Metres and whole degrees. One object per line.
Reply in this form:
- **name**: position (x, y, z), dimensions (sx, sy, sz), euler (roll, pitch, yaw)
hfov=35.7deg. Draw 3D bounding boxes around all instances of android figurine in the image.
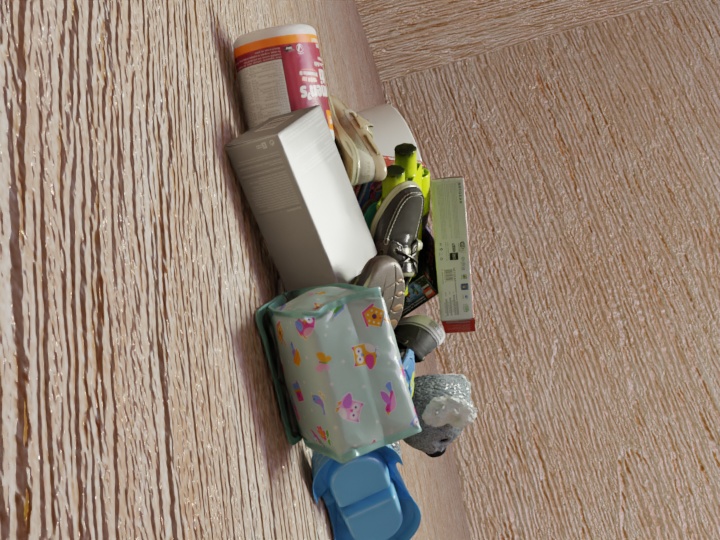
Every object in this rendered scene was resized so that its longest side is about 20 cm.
- **android figurine**: position (0.057, -0.062, 1.509), dimensions (0.183, 0.040, 0.202), euler (-61, 153, -53)

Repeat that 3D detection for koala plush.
- **koala plush**: position (0.065, 0.199, 1.552), dimensions (0.177, 0.197, 0.186), euler (-50, 126, -81)

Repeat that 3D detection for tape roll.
- **tape roll**: position (0.002, -0.136, 1.685), dimensions (0.203, 0.138, 0.205), euler (162, -90, -76)

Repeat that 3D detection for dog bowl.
- **dog bowl**: position (0.003, 0.263, 1.337), dimensions (0.050, 0.110, 0.202), euler (-118, -173, -52)

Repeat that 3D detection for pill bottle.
- **pill bottle**: position (-0.092, -0.200, 1.412), dimensions (0.110, 0.108, 0.203), euler (-31, 110, -83)

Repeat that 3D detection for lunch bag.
- **lunch bag**: position (-0.037, 0.105, 1.224), dimensions (0.199, 0.121, 0.173), euler (1, -72, 66)

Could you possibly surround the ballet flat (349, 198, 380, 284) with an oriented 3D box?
- **ballet flat**: position (0.000, 0.000, 1.559), dimensions (0.067, 0.067, 0.203), euler (-1, -98, 56)

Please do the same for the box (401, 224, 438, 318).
- **box**: position (0.052, 0.014, 1.678), dimensions (0.038, 0.136, 0.201), euler (50, 18, -18)

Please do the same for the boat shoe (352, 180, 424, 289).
- **boat shoe**: position (0.043, -0.011, 1.389), dimensions (0.066, 0.071, 0.203), euler (42, -59, 39)

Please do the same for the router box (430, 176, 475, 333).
- **router box**: position (0.136, -0.018, 1.623), dimensions (0.180, 0.048, 0.203), euler (52, 34, -80)

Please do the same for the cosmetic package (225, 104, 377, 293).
- **cosmetic package**: position (-0.065, -0.079, 1.313), dimensions (0.107, 0.089, 0.202), euler (-42, 118, -52)

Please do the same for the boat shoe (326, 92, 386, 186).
- **boat shoe**: position (-0.015, -0.173, 1.477), dimensions (0.201, 0.064, 0.073), euler (-114, -153, -53)

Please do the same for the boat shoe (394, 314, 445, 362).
- **boat shoe**: position (0.055, 0.113, 1.620), dimensions (0.070, 0.066, 0.199), euler (47, -23, -13)

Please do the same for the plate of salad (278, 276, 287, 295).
- **plate of salad**: position (-0.061, 0.070, 1.413), dimensions (0.200, 0.047, 0.203), euler (-13, 90, -83)

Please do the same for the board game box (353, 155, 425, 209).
- **board game box**: position (0.014, -0.070, 1.587), dimensions (0.019, 0.102, 0.202), euler (49, -54, 44)

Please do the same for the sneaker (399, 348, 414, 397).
- **sneaker**: position (0.011, 0.162, 1.430), dimensions (0.200, 0.082, 0.071), euler (-47, 145, -41)

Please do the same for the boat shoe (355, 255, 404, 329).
- **boat shoe**: position (-0.008, 0.068, 1.323), dimensions (0.073, 0.074, 0.202), euler (38, -61, 41)
